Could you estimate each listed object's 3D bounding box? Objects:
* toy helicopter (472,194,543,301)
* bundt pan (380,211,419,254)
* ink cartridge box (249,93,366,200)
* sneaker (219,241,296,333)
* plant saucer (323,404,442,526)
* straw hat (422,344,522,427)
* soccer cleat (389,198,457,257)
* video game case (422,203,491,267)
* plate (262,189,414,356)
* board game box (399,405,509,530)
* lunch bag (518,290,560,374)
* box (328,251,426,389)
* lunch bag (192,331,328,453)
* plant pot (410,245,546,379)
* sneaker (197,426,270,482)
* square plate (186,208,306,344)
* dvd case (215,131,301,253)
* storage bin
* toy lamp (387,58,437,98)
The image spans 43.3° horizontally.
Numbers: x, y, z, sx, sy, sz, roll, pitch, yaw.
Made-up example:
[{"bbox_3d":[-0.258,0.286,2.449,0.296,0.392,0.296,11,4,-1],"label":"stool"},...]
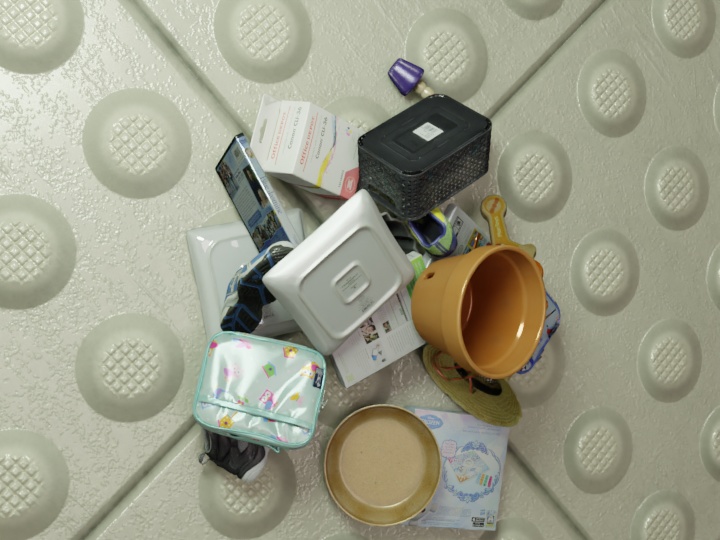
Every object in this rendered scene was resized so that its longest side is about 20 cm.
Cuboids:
[{"bbox_3d":[0.228,-0.035,1.527,0.131,0.079,0.202,-10,64,6],"label":"toy helicopter"},{"bbox_3d":[0.000,0.000,1.492,0.200,0.076,0.204,-7,102,-33],"label":"bundt pan"},{"bbox_3d":[-0.079,-0.191,1.425,0.199,0.067,0.118,18,84,-51],"label":"ink cartridge box"},{"bbox_3d":[-0.158,0.014,1.352,0.075,0.200,0.078,18,45,-29],"label":"sneaker"},{"bbox_3d":[0.037,0.325,1.527,0.198,0.035,0.203,0,87,-2],"label":"plant saucer"},{"bbox_3d":[0.210,0.165,1.542,0.085,0.200,0.202,-46,108,-28],"label":"straw hat"},{"bbox_3d":[0.090,-0.107,1.483,0.065,0.084,0.201,-40,64,13],"label":"soccer cleat"},{"bbox_3d":[0.160,0.014,1.565,0.182,0.023,0.201,37,76,-46],"label":"video game case"},{"bbox_3d":[-0.019,0.013,1.339,0.199,0.032,0.200,-42,132,-9],"label":"plate"},{"bbox_3d":[0.160,0.349,1.602,0.198,0.043,0.201,10,88,-23],"label":"board game box"},{"bbox_3d":[0.265,0.085,1.607,0.200,0.075,0.161,46,72,-31],"label":"lunch bag"},{"bbox_3d":[0.032,0.078,1.444,0.199,0.036,0.145,-27,113,-13],"label":"box"},{"bbox_3d":[-0.149,0.186,1.376,0.198,0.077,0.162,13,69,-3],"label":"lunch bag"},{"bbox_3d":[0.173,0.058,1.409,0.199,0.139,0.203,-5,97,-39],"label":"plant pot"},{"bbox_3d":[-0.186,0.225,1.432,0.113,0.075,0.202,21,82,-20],"label":"sneaker"},{"bbox_3d":[-0.165,0.014,1.462,0.198,0.028,0.200,-13,96,-22],"label":"square plate"},{"bbox_3d":[-0.155,-0.094,1.378,0.017,0.143,0.201,-28,88,-25],"label":"dvd case"},{"bbox_3d":[0.104,-0.186,1.462,0.199,0.135,0.094,-35,142,-27],"label":"storage bin"},{"bbox_3d":[0.132,-0.287,1.556,0.200,0.058,0.058,39,77,-10],"label":"toy lamp"}]
